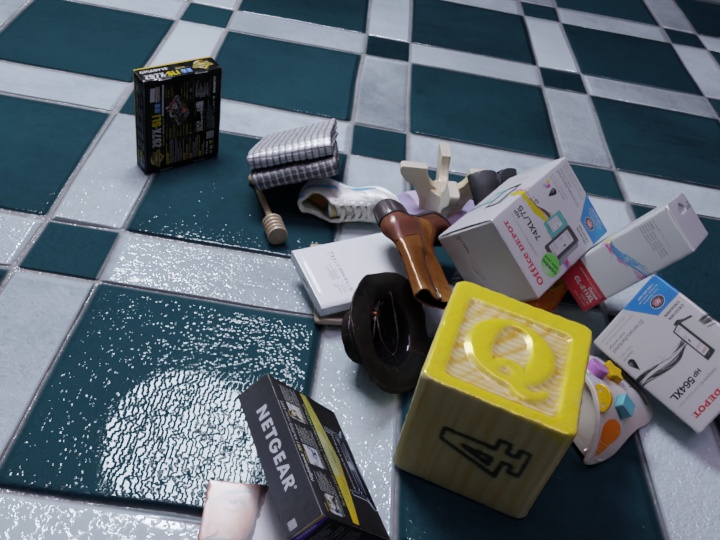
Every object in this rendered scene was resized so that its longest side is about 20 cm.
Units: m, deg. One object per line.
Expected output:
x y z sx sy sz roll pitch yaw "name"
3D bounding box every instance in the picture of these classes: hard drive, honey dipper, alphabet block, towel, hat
0.000 0.000 1.188 0.199 0.027 0.132 -13 51 -23 "hard drive"
-0.176 -0.123 1.328 0.038 0.038 0.201 -6 42 -19 "honey dipper"
0.173 0.170 0.951 0.195 0.201 0.196 19 42 8 "alphabet block"
-0.120 -0.216 1.354 0.164 0.086 0.200 -12 20 5 "towel"
0.024 0.099 1.080 0.081 0.201 0.201 -17 26 35 "hat"

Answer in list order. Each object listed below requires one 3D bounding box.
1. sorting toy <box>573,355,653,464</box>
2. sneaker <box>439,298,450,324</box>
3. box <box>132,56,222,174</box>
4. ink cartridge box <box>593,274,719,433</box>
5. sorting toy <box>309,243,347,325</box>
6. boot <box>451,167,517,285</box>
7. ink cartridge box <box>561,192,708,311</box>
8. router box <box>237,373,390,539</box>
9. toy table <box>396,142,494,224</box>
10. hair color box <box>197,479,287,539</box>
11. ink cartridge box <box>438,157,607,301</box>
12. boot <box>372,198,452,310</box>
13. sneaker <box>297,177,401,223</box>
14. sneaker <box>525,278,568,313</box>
0.363 0.178 1.093 0.179 0.107 0.200 6 37 -37 "sorting toy"
0.194 0.114 1.132 0.199 0.105 0.075 20 8 -37 "sneaker"
-0.344 -0.292 1.350 0.159 0.201 0.049 -21 52 -32 "box"
0.486 0.125 1.095 0.200 0.146 0.084 43 12 22 "ink cartridge box"
0.009 0.018 1.212 0.184 0.037 0.201 3 42 -10 "sorting toy"
0.219 -0.077 1.260 0.164 0.202 0.065 -6 -2 -32 "boot"
0.441 -0.030 1.158 0.145 0.200 0.083 -23 79 -53 "ink cartridge box"
-0.057 0.238 0.863 0.052 0.157 0.200 -38 48 9 "router box"
0.162 -0.149 1.376 0.198 0.118 0.184 -2 43 -15 "toy table"
-0.132 0.341 0.795 0.110 0.064 0.201 6 40 -6 "hair color box"
0.263 -0.058 1.166 0.200 0.146 0.147 -39 101 -28 "ink cartridge box"
0.123 -0.020 1.174 0.188 0.068 0.201 24 32 -47 "boot"
-0.020 -0.119 1.333 0.199 0.077 0.081 12 38 14 "sneaker"
0.344 0.012 1.270 0.073 0.077 0.200 34 47 21 "sneaker"
